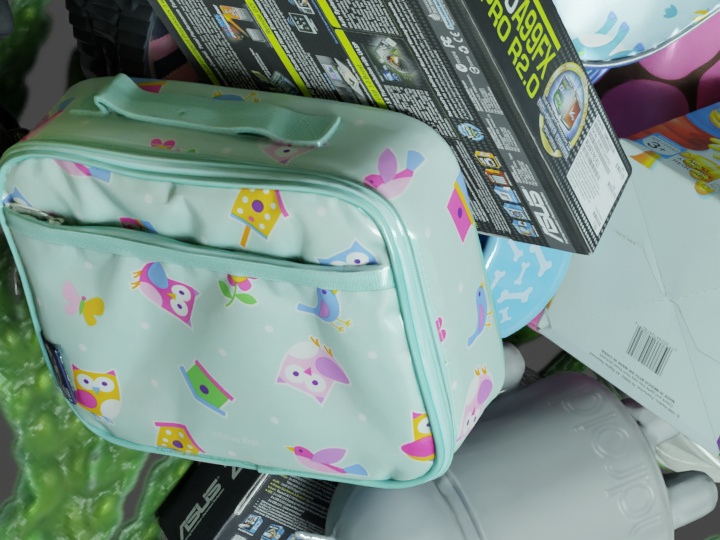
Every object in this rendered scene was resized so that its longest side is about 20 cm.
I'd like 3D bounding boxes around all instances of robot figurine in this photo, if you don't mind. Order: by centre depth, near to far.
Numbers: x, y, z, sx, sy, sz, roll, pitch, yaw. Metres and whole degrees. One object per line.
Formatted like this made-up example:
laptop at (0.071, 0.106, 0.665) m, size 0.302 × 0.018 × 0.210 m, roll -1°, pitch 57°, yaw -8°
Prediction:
robot figurine at (0.067, 0.119, 1.143) m, size 0.199 × 0.113 × 0.170 m, roll -21°, pitch 86°, yaw -20°

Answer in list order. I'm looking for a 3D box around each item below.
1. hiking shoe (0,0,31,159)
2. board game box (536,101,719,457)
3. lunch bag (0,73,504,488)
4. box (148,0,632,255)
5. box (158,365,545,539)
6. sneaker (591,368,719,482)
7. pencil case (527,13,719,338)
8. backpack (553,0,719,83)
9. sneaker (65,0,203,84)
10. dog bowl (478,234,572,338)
hiking shoe at (-0.179, -0.031, 0.990) m, size 0.100 × 0.076 × 0.201 m, roll -1°, pitch 119°, yaw -26°
board game box at (0.188, -0.012, 1.090) m, size 0.200 × 0.105 × 0.103 m, roll -21°, pitch 139°, yaw -51°
lunch bag at (-0.050, 0.001, 0.969) m, size 0.077 × 0.199 × 0.161 m, roll -56°, pitch 142°, yaw -42°
box at (0.000, -0.091, 0.929) m, size 0.044 × 0.160 × 0.200 m, roll -61°, pitch 143°, yaw -23°
box at (0.021, 0.107, 1.215) m, size 0.200 × 0.049 × 0.161 m, roll 28°, pitch 105°, yaw -40°
sneaker at (0.187, 0.081, 1.259) m, size 0.075 × 0.088 × 0.200 m, roll -50°, pitch 141°, yaw 3°
pencil case at (0.129, -0.066, 1.144) m, size 0.094 × 0.090 × 0.201 m, roll -30°, pitch 145°, yaw -60°
backpack at (0.074, -0.164, 0.991) m, size 0.200 × 0.147 × 0.183 m, roll -38°, pitch 111°, yaw 9°
sneaker at (-0.073, -0.108, 1.018) m, size 0.082 × 0.070 × 0.201 m, roll -33°, pitch 136°, yaw -30°
dog bowl at (0.000, 0.000, 1.061) m, size 0.200 × 0.112 × 0.049 m, roll -35°, pitch 157°, yaw 23°
